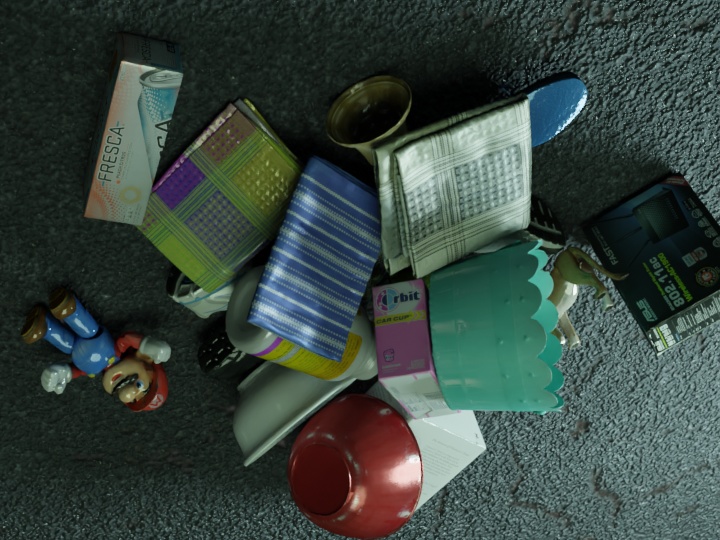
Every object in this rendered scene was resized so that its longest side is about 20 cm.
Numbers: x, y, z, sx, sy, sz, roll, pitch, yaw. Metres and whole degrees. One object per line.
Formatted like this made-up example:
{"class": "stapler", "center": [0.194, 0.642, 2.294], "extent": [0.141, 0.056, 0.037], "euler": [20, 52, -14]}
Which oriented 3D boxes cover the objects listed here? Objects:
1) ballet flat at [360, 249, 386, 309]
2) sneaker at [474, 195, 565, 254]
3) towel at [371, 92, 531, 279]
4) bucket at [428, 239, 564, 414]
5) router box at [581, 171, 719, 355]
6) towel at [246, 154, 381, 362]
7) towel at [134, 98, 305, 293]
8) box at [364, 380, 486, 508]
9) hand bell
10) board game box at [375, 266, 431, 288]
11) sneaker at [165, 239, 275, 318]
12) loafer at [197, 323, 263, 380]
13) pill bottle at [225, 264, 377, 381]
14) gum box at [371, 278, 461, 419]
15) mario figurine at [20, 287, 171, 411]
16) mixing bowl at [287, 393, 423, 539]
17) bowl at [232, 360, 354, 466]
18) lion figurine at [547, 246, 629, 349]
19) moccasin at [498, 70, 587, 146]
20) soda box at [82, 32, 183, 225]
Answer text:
{"class": "ballet flat", "center": [0.000, 0.000, 1.329], "extent": [0.071, 0.072, 0.201], "euler": [13, 123, -26]}
{"class": "sneaker", "center": [0.170, -0.056, 1.337], "extent": [0.198, 0.074, 0.080], "euler": [15, 135, -21]}
{"class": "towel", "center": [0.109, -0.089, 1.189], "extent": [0.198, 0.035, 0.194], "euler": [-21, 135, -13]}
{"class": "bucket", "center": [0.165, 0.073, 1.260], "extent": [0.133, 0.209, 0.208], "euler": [-7, 135, 15]}
{"class": "router box", "center": [0.393, -0.012, 1.342], "extent": [0.149, 0.201, 0.062], "euler": [-31, 136, 10]}
{"class": "towel", "center": [-0.039, -0.012, 1.181], "extent": [0.144, 0.024, 0.202], "euler": [29, 77, -39]}
{"class": "towel", "center": [-0.154, -0.081, 1.201], "extent": [0.200, 0.023, 0.144], "euler": [-42, 101, 17]}
{"class": "box", "center": [0.055, 0.256, 1.534], "extent": [0.151, 0.107, 0.200], "euler": [28, 118, -33]}
{"class": "hand bell", "center": [0.046, -0.116, 1.219], "extent": [0.103, 0.105, 0.201], "euler": [-26, 134, 7]}
{"class": "board game box", "center": [0.114, 0.052, 1.418], "extent": [0.101, 0.048, 0.200], "euler": [-35, 130, 14]}
{"class": "sneaker", "center": [-0.134, 0.002, 1.293], "extent": [0.198, 0.076, 0.087], "euler": [-20, 139, 12]}
{"class": "loafer", "center": [-0.122, 0.071, 1.356], "extent": [0.200, 0.068, 0.070], "euler": [-39, 150, 12]}
{"class": "pill bottle", "center": [-0.058, 0.072, 1.260], "extent": [0.199, 0.105, 0.104], "euler": [25, 119, -40]}
{"class": "gum box", "center": [0.073, 0.104, 1.297], "extent": [0.065, 0.115, 0.200], "euler": [-9, 156, 13]}
{"class": "mario figurine", "center": [-0.316, 0.114, 1.297], "extent": [0.123, 0.107, 0.200], "euler": [-13, 135, 44]}
{"class": "mixing bowl", "center": [-0.025, 0.272, 1.416], "extent": [0.200, 0.201, 0.108], "euler": [-46, 158, 23]}
{"class": "bowl", "center": [-0.100, 0.162, 1.391], "extent": [0.200, 0.091, 0.201], "euler": [-38, 174, -5]}
{"class": "lion figurine", "center": [0.262, 0.024, 1.373], "extent": [0.072, 0.123, 0.200], "euler": [-3, 144, -39]}
{"class": "moccasin", "center": [0.166, -0.175, 1.228], "extent": [0.199, 0.068, 0.081], "euler": [-30, 124, 8]}
{"class": "soda box", "center": [-0.247, -0.147, 1.126], "extent": [0.068, 0.064, 0.201], "euler": [8, 127, -22]}
